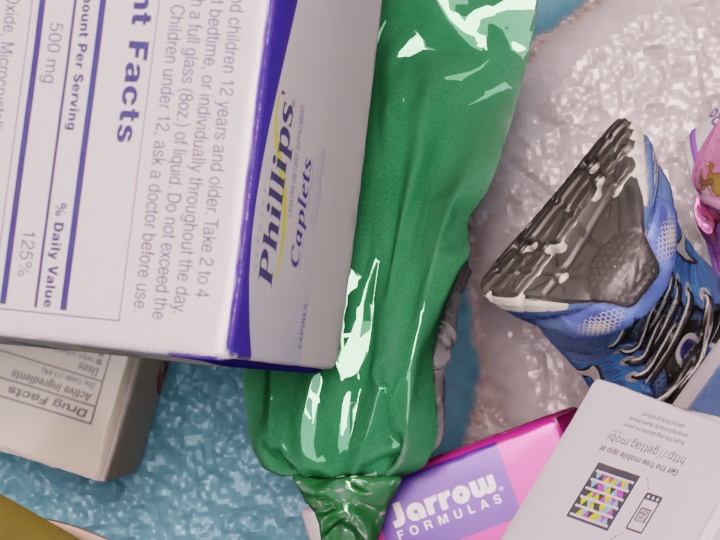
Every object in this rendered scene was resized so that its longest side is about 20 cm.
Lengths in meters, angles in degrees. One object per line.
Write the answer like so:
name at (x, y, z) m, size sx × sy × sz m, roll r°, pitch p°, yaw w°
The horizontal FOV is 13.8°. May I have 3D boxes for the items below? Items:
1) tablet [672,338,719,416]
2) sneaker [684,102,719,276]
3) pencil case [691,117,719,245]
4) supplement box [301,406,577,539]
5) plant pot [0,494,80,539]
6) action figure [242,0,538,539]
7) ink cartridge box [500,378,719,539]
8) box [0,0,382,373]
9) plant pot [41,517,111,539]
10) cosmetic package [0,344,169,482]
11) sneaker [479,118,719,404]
tablet at (0.164, 0.069, 0.979) m, size 0.130 × 0.200 × 0.014 m, roll 29°, pitch 65°, yaw 3°
sneaker at (0.194, 0.014, 1.077) m, size 0.114 × 0.073 × 0.201 m, roll -35°, pitch 76°, yaw 9°
pencil case at (0.185, -0.090, 1.012) m, size 0.082 × 0.086 × 0.201 m, roll 21°, pitch 94°, yaw -39°
supplement box at (0.063, 0.160, 1.067) m, size 0.101 × 0.103 × 0.201 m, roll -21°, pitch 85°, yaw 8°
plant pot at (-0.127, 0.160, 0.854) m, size 0.200 × 0.200 × 0.176 m, roll -46°, pitch 73°, yaw 3°
action figure at (0.000, 0.000, 1.024) m, size 0.117 × 0.055 × 0.202 m, roll 1°, pitch 79°, yaw 18°
ink cartridge box at (0.110, 0.164, 0.923) m, size 0.200 × 0.084 × 0.176 m, roll 42°, pitch 74°, yaw -35°
box at (-0.103, -0.066, 0.988) m, size 0.199 × 0.105 × 0.185 m, roll 5°, pitch 86°, yaw 21°
plant pot at (-0.107, 0.179, 1.037) m, size 0.199 × 0.198 × 0.202 m, roll 0°, pitch 89°, yaw 7°
cosmetic package at (-0.106, -0.033, 1.096) m, size 0.103 × 0.087 × 0.201 m, roll 18°, pitch 90°, yaw 5°
sneaker at (0.096, 0.006, 1.018) m, size 0.089 × 0.200 × 0.079 m, roll 41°, pitch 92°, yaw 3°
